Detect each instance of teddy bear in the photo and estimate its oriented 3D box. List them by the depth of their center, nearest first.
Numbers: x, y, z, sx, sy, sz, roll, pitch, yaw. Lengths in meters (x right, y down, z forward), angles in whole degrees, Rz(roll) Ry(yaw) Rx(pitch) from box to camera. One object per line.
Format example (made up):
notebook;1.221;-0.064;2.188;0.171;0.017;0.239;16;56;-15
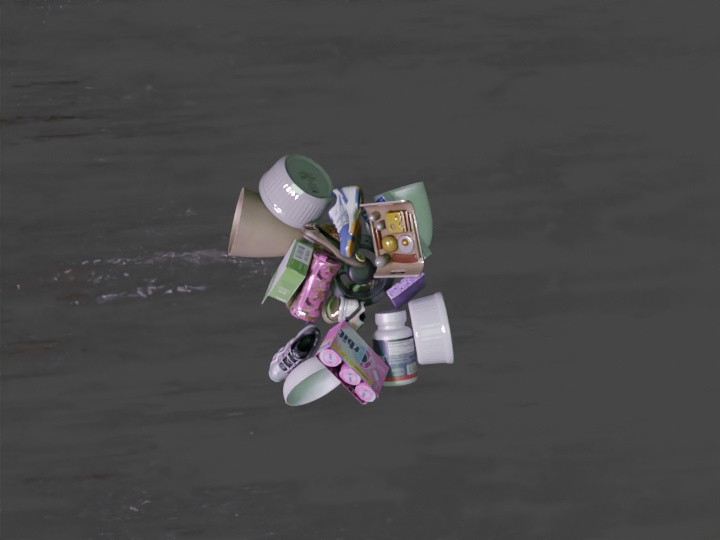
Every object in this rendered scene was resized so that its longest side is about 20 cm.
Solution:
teddy bear;-0.070;-0.077;1.596;0.199;0.067;0.146;-35;95;-19

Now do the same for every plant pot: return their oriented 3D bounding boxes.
plant pot;-0.247;-0.112;1.565;0.198;0.187;0.189;13;90;-17

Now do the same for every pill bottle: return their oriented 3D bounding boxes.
pill bottle;0.094;0.217;1.611;0.118;0.120;0.202;-6;91;-4

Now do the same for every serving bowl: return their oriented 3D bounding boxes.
serving bowl;-0.130;0.292;1.575;0.199;0.200;0.066;-31;62;-3

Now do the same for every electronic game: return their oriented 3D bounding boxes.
electronic game;0.000;0.000;1.574;0.198;0.042;0.202;0;92;-9

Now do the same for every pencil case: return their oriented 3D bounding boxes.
pencil case;-0.119;0.043;1.518;0.082;0.087;0.201;19;111;-17

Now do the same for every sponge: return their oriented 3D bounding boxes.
sponge;0.131;0.051;1.573;0.111;0.200;0.030;-39;77;-1

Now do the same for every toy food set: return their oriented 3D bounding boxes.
toy food set;0.077;-0.081;1.467;0.142;0.060;0.202;-2;108;34

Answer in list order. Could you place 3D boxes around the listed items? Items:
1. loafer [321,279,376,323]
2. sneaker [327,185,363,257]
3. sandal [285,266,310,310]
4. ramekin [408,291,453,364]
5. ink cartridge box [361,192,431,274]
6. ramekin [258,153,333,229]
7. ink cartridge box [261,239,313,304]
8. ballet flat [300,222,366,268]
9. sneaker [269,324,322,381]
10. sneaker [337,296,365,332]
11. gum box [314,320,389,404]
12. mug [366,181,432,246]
loafer;-0.033;0.072;1.624;0.076;0.068;0.200;44;88;-3
sneaker;-0.044;-0.127;1.497;0.087;0.075;0.202;1;68;14
sandal;-0.143;0.033;1.620;0.080;0.054;0.200;42;78;-11
ramekin;0.194;0.166;1.582;0.097;0.200;0.203;-9;92;3
ink cartridge box;0.095;-0.099;1.515;0.094;0.044;0.201;-36;87;39
ramekin;-0.164;-0.222;1.536;0.200;0.200;0.105;44;125;-4
ink cartridge box;-0.198;0.017;1.543;0.059;0.200;0.104;25;49;-13
ballet flat;-0.066;-0.070;1.507;0.199;0.067;0.047;31;107;-4
sneaker;-0.187;0.234;1.579;0.078;0.140;0.200;39;87;-2
sneaker;-0.027;0.155;1.579;0.079;0.201;0.074;3;47;-3
gum box;-0.016;0.247;1.507;0.066;0.114;0.200;-35;104;34
mug;0.107;-0.138;1.607;0.198;0.148;0.177;-13;100;26
